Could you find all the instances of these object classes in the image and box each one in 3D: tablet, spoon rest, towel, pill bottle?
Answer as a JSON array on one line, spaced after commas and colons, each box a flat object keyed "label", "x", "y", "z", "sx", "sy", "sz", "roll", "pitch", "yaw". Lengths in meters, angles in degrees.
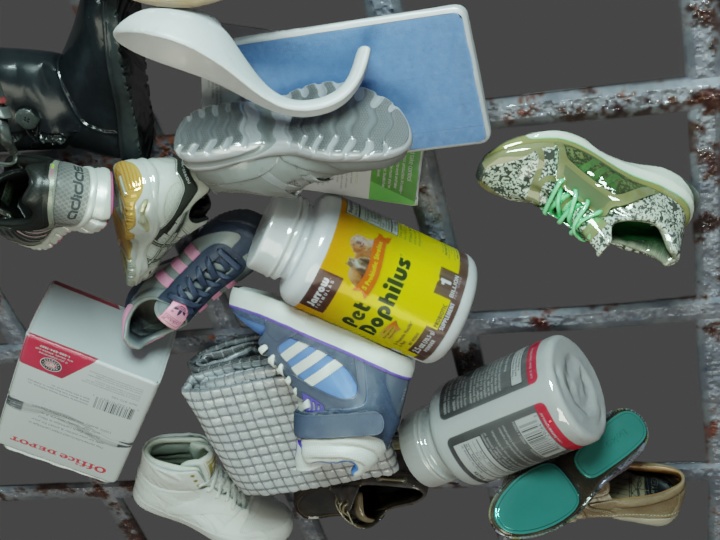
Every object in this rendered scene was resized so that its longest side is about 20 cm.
[{"label": "tablet", "x": 0.000, "y": -0.147, "z": 0.984, "sx": 0.197, "sy": 0.014, "sz": 0.131, "roll": -6, "pitch": 131, "yaw": 14}, {"label": "spoon rest", "x": -0.093, "y": -0.159, "z": 0.929, "sx": 0.197, "sy": 0.062, "sz": 0.099, "roll": 10, "pitch": 176, "yaw": -2}, {"label": "towel", "x": -0.067, "y": 0.143, "z": 1.272, "sx": 0.197, "sy": 0.086, "sz": 0.167, "roll": -13, "pitch": 122, "yaw": 15}, {"label": "pill bottle", "x": 0.139, "y": 0.151, "z": 1.220, "sx": 0.199, "sy": 0.112, "sz": 0.111, "roll": -27, "pitch": 124, "yaw": 31}, {"label": "pill bottle", "x": 0.000, "y": 0.000, "z": 1.104, "sx": 0.198, "sy": 0.110, "sz": 0.110, "roll": 24, "pitch": 133, "yaw": -12}]

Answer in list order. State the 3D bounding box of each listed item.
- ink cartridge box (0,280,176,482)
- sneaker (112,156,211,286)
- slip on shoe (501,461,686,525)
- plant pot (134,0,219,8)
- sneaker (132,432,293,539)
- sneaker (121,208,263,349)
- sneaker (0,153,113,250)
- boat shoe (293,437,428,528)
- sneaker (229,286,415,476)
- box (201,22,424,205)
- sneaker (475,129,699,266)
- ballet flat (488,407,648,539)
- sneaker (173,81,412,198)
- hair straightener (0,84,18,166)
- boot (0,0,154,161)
[{"label": "ink cartridge box", "x": -0.298, "y": 0.125, "z": 1.300, "sx": 0.144, "sy": 0.084, "sz": 0.201, "roll": 21, "pitch": 134, "yaw": -10}, {"label": "sneaker", "x": -0.180, "y": -0.043, "z": 1.108, "sx": 0.086, "sy": 0.077, "sz": 0.200, "roll": -13, "pitch": 165, "yaw": -17}, {"label": "slip on shoe", "x": 0.253, "y": 0.233, "z": 1.300, "sx": 0.197, "sy": 0.077, "sz": 0.061, "roll": 8, "pitch": 140, "yaw": -1}, {"label": "plant pot", "x": -0.136, "y": -0.299, "z": 0.859, "sx": 0.198, "sy": 0.093, "sz": 0.203, "roll": 6, "pitch": 134, "yaw": 6}, {"label": "sneaker", "x": -0.167, "y": 0.255, "z": 1.406, "sx": 0.197, "sy": 0.074, "sz": 0.116, "roll": 16, "pitch": 137, "yaw": -2}, {"label": "sneaker", "x": -0.159, "y": 0.016, "z": 1.169, "sx": 0.070, "sy": 0.083, "sz": 0.199, "roll": 38, "pitch": 128, "yaw": -23}, {"label": "sneaker", "x": -0.297, "y": -0.065, "z": 1.083, "sx": 0.087, "sy": 0.075, "sz": 0.199, "roll": 14, "pitch": 169, "yaw": -35}, {"label": "boat shoe", "x": -0.002, "y": 0.248, "z": 1.366, "sx": 0.199, "sy": 0.074, "sz": 0.074, "roll": -28, "pitch": 123, "yaw": 32}, {"label": "sneaker", "x": -0.057, "y": 0.115, "z": 1.151, "sx": 0.198, "sy": 0.081, "sz": 0.148, "roll": 23, "pitch": 93, "yaw": 7}, {"label": "box", "x": -0.039, "y": -0.133, "z": 1.039, "sx": 0.197, "sy": 0.037, "sz": 0.146, "roll": 10, "pitch": 134, "yaw": 3}, {"label": "sneaker", "x": 0.195, "y": -0.056, "z": 1.027, "sx": 0.197, "sy": 0.089, "sz": 0.077, "roll": 13, "pitch": 135, "yaw": -1}, {"label": "ballet flat", "x": 0.212, "y": 0.216, "z": 1.244, "sx": 0.199, "sy": 0.072, "sz": 0.073, "roll": -32, "pitch": 134, "yaw": -17}, {"label": "sneaker", "x": -0.050, "y": -0.101, "z": 0.991, "sx": 0.197, "sy": 0.076, "sz": 0.082, "roll": 0, "pitch": 147, "yaw": 19}, {"label": "hair straightener", "x": -0.330, "y": -0.178, "z": 0.987, "sx": 0.076, "sy": 0.041, "sz": 0.203, "roll": -17, "pitch": 97, "yaw": 28}, {"label": "boot", "x": -0.266, "y": -0.171, "z": 1.016, "sx": 0.165, "sy": 0.077, "sz": 0.201, "roll": 5, "pitch": 140, "yaw": 1}]
